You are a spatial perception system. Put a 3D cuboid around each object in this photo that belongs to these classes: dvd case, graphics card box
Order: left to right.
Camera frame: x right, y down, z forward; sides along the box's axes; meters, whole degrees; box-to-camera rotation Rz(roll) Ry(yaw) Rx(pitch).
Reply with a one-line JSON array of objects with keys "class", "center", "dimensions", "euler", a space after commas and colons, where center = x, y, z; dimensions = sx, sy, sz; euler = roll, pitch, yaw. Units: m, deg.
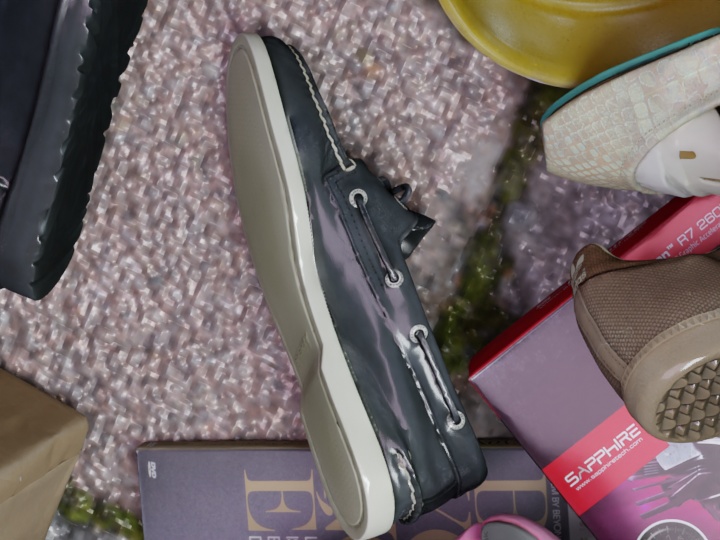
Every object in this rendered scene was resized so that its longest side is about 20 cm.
[{"class": "dvd case", "center": [0.010, 0.142, 1.076], "dimensions": [0.199, 0.016, 0.150], "euler": [-1, 100, 16]}, {"class": "graphics card box", "center": [0.148, 0.075, 0.998], "dimensions": [0.125, 0.051, 0.200], "euler": [-38, 90, 11]}]

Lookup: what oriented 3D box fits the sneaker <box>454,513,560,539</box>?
[{"class": "sneaker", "center": [0.038, 0.142, 1.007], "dimensions": [0.200, 0.095, 0.079], "euler": [-17, 69, 50]}]

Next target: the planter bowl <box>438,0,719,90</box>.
[{"class": "planter bowl", "center": [0.100, -0.166, 0.929], "dimensions": [0.200, 0.200, 0.084], "euler": [-46, 45, 19]}]

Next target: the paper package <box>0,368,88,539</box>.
[{"class": "paper package", "center": [-0.231, 0.075, 1.040], "dimensions": [0.199, 0.191, 0.104], "euler": [26, 105, 9]}]

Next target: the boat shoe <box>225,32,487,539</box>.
[{"class": "boat shoe", "center": [0.001, -0.001, 1.021], "dimensions": [0.066, 0.075, 0.200], "euler": [-12, 71, -18]}]

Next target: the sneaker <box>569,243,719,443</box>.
[{"class": "sneaker", "center": [0.165, 0.001, 0.930], "dimensions": [0.076, 0.199, 0.071], "euler": [57, 143, 36]}]

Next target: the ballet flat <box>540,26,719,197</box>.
[{"class": "ballet flat", "center": [0.148, -0.058, 0.923], "dimensions": [0.199, 0.067, 0.063], "euler": [-24, 63, 28]}]

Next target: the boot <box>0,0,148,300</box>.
[{"class": "boot", "center": [-0.175, -0.101, 1.047], "dimensions": [0.167, 0.076, 0.201], "euler": [21, 112, 7]}]
